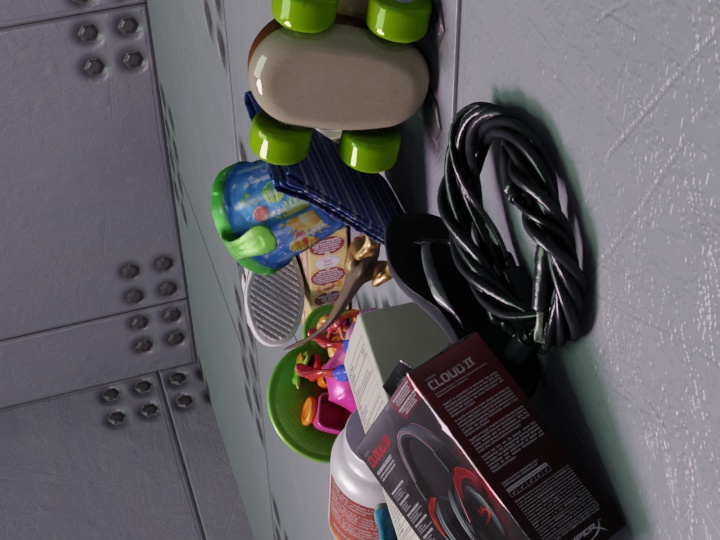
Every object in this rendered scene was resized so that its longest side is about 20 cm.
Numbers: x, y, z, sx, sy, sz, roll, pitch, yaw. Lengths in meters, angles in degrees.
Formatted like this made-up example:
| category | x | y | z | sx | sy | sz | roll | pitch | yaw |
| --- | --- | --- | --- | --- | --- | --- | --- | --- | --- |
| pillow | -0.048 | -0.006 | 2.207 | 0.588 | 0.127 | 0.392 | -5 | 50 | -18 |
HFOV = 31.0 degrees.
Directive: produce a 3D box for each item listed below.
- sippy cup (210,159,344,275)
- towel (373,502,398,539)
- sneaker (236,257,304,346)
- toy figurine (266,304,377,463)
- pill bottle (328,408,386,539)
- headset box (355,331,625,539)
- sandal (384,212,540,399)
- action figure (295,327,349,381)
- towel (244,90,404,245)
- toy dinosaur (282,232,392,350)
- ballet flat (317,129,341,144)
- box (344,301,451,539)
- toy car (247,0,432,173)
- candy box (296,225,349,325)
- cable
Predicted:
| category | x | y | z | sx | sy | sz | roll | pitch | yaw |
| --- | --- | --- | --- | --- | --- | --- | --- | --- | --- |
| sippy cup | -0.080 | -0.078 | 1.489 | 0.140 | 0.130 | 0.178 | 32 | -132 | -44 |
| towel | 0.043 | 0.360 | 1.362 | 0.147 | 0.022 | 0.200 | 63 | -160 | -56 |
| sneaker | -0.116 | 0.005 | 1.644 | 0.079 | 0.078 | 0.200 | 128 | 140 | -68 |
| toy figurine | -0.007 | 0.106 | 1.497 | 0.184 | 0.150 | 0.200 | 138 | 144 | -60 |
| pill bottle | 0.021 | 0.232 | 1.444 | 0.200 | 0.112 | 0.112 | 94 | 159 | -52 |
| headset box | 0.086 | 0.155 | 0.990 | 0.200 | 0.075 | 0.149 | 53 | 149 | 15 |
| sandal | 0.087 | 0.021 | 1.058 | 0.200 | 0.076 | 0.043 | 56 | 159 | 32 |
| action figure | -0.001 | 0.082 | 1.323 | 0.200 | 0.099 | 0.065 | 2 | 67 | 44 |
| towel | -0.026 | -0.087 | 1.246 | 0.200 | 0.024 | 0.145 | 30 | -155 | -40 |
| toy dinosaur | 0.000 | 0.000 | 1.350 | 0.106 | 0.060 | 0.200 | -24 | 40 | 63 |
| ballet flat | -0.016 | -0.152 | 1.334 | 0.200 | 0.069 | 0.070 | 130 | 126 | -75 |
| box | 0.069 | 0.138 | 1.152 | 0.128 | 0.109 | 0.200 | 106 | 149 | -65 |
| toy car | -0.026 | -0.213 | 1.170 | 0.200 | 0.157 | 0.165 | -100 | 18 | -50 |
| candy box | -0.055 | -0.010 | 1.665 | 0.116 | 0.055 | 0.200 | -115 | 18 | -44 |
| cable | 0.106 | -0.035 | 0.953 | 0.163 | 0.051 | 0.200 | 119 | 138 | -71 |
